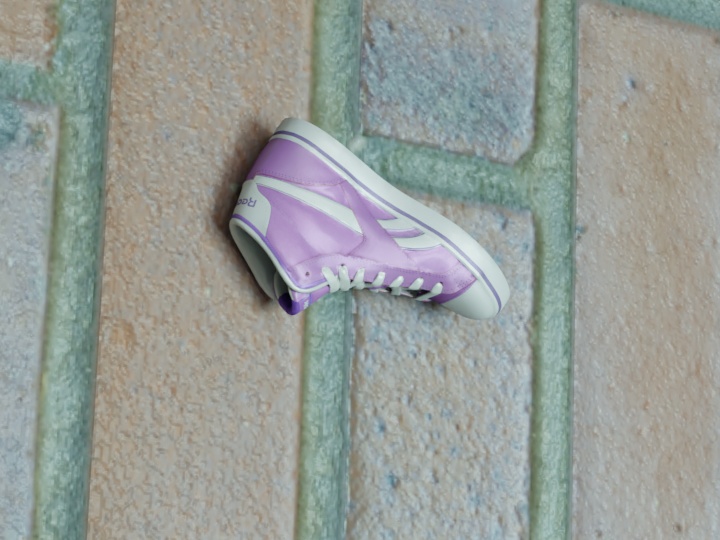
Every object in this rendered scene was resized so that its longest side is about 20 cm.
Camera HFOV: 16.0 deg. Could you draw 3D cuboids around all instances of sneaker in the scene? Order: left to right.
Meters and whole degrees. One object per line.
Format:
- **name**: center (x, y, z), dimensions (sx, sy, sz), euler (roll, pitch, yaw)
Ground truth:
- **sneaker**: center (0.000, 0.000, 1.729), dimensions (0.200, 0.073, 0.115), euler (34, 66, -11)
